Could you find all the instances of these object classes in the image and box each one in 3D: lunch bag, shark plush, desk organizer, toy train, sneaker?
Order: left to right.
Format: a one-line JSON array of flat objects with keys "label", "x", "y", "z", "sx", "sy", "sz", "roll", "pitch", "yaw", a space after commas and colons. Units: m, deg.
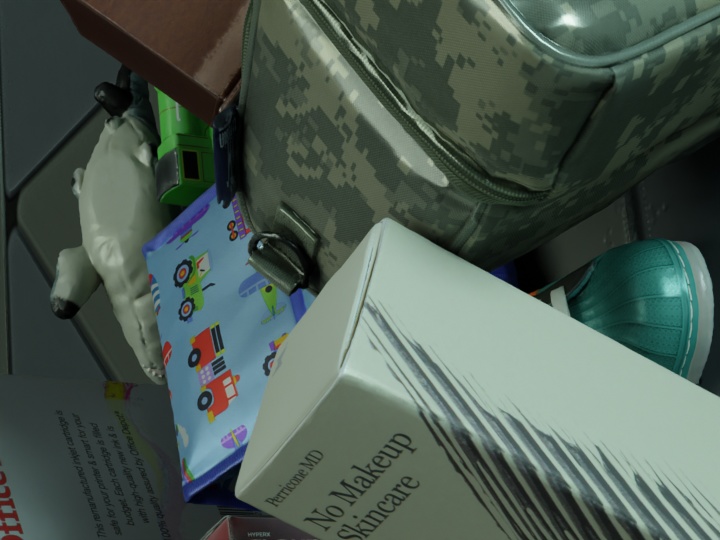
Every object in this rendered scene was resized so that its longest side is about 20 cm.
[{"label": "shark plush", "x": -0.134, "y": -0.035, "z": 1.128, "sx": 0.090, "sy": 0.083, "sz": 0.201, "roll": -24, "pitch": 64, "yaw": 10}, {"label": "desk organizer", "x": -0.065, "y": -0.106, "z": 0.763, "sx": 0.072, "sy": 0.077, "sz": 0.200, "roll": -55, "pitch": 5, "yaw": -2}, {"label": "toy train", "x": -0.083, "y": -0.062, "z": 1.057, "sx": 0.042, "sy": 0.056, "sz": 0.201, "roll": -37, "pitch": 55, "yaw": 53}, {"label": "lunch bag", "x": 0.000, "y": 0.000, "z": 0.888, "sx": 0.200, "sy": 0.094, "sz": 0.151, "roll": -45, "pitch": 43, "yaw": 32}, {"label": "sneaker", "x": 0.056, "y": 0.048, "z": 0.765, "sx": 0.200, "sy": 0.080, "sz": 0.072, "roll": -45, "pitch": 48, "yaw": 49}, {"label": "lunch bag", "x": 0.058, "y": -0.080, "z": 0.656, "sx": 0.139, "sy": 0.199, "sz": 0.168, "roll": 47, "pitch": 141, "yaw": 20}]

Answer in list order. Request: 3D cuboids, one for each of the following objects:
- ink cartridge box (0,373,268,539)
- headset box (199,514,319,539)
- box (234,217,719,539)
[{"label": "ink cartridge box", "x": -0.112, "y": 0.128, "z": 0.932, "sx": 0.084, "sy": 0.199, "sz": 0.145, "roll": -66, "pitch": 34, "yaw": 29}, {"label": "headset box", "x": 0.012, "y": 0.181, "z": 0.756, "sx": 0.075, "sy": 0.148, "sz": 0.201, "roll": -48, "pitch": 47, "yaw": 47}, {"label": "box", "x": 0.068, "y": 0.071, "z": 0.615, "sx": 0.082, "sy": 0.199, "sz": 0.069, "roll": -52, "pitch": 16, "yaw": 45}]
